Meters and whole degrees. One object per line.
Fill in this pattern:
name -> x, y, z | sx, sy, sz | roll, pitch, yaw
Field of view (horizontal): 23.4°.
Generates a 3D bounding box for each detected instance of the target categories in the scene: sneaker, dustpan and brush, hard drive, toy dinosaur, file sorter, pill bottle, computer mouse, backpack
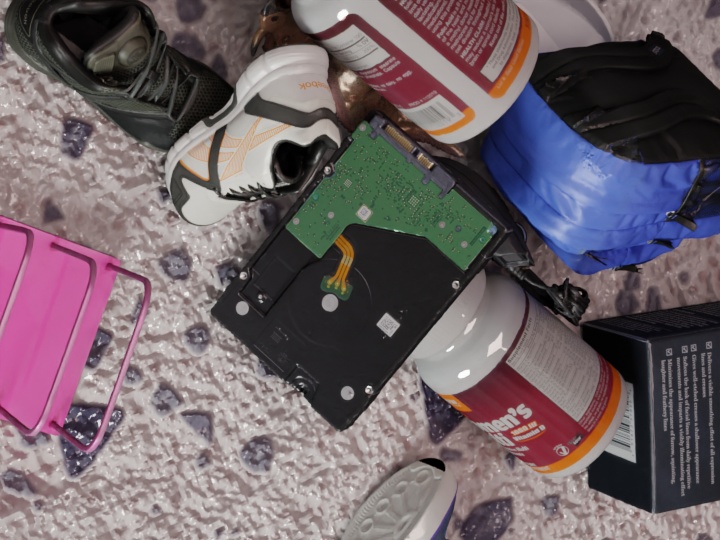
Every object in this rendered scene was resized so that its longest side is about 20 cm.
sneaker -> -0.080, -0.078, 1.250 | 0.073, 0.200, 0.081 | -4, 65, -34
dustpan and brush -> 0.122, -0.203, 1.399 | 0.140, 0.057, 0.200 | -47, 113, -13
hard drive -> 0.000, 0.000, 1.309 | 0.139, 0.038, 0.201 | 40, 102, 8
toy dinosaur -> -0.005, -0.151, 1.335 | 0.135, 0.086, 0.201 | -40, 116, -16
file sorter -> -0.263, 0.031, 1.210 | 0.198, 0.125, 0.140 | 21, 87, -26
pill bottle -> 0.023, -0.190, 1.229 | 0.199, 0.114, 0.115 | 37, 81, -28
computer mouse -> 0.112, -0.031, 1.392 | 0.199, 0.140, 0.046 | 39, 90, 15
sneaker -> -0.154, -0.138, 1.248 | 0.199, 0.114, 0.077 | 32, 84, -28
sneaker -> 0.046, 0.270, 1.422 | 0.146, 0.080, 0.201 | 43, 75, -32
backpack -> 0.197, -0.082, 1.374 | 0.199, 0.163, 0.169 | -6, 131, -43
pill bottle -> 0.115, 0.072, 1.405 | 0.200, 0.109, 0.110 | 39, 80, -24

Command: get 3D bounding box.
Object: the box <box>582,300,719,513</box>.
box -> 0.302, 0.111, 1.502 | 0.198, 0.107, 0.150 | -7, 99, -24
